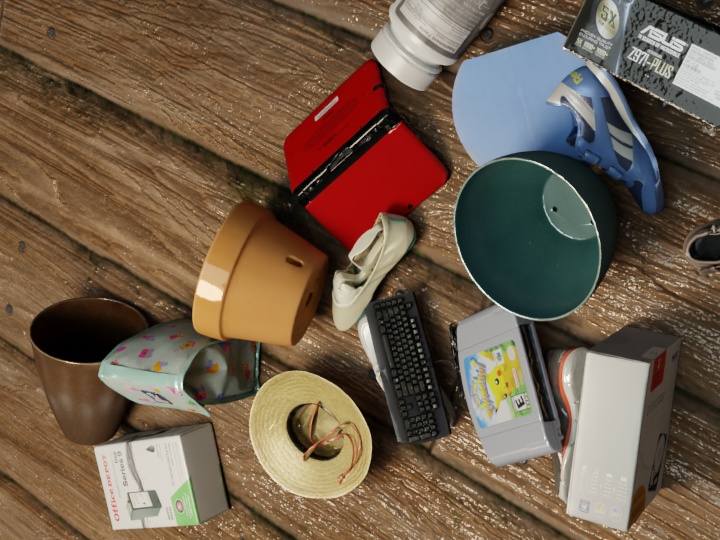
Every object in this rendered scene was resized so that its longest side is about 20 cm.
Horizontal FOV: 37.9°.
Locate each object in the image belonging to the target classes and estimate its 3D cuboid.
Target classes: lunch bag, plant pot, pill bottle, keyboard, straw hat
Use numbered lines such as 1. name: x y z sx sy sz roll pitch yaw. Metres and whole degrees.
1. lunch bag: -0.270 0.146 1.576 0.168 0.199 0.124 6 101 29
2. plant pot: 0.230 -0.059 1.266 0.198 0.134 0.203 20 124 34
3. plant pot: -0.441 0.179 1.715 0.185 0.186 0.202 24 124 26
4. plant pot: -0.133 0.019 1.489 0.138 0.200 0.202 21 109 10
5. pill bottle: 0.107 -0.334 1.321 0.114 0.113 0.200 49 119 15
6. keyboard: 0.087 0.127 1.420 0.125 0.021 0.203 -13 79 -8
7. straw hat: -0.057 0.230 1.528 0.198 0.085 0.204 6 104 25

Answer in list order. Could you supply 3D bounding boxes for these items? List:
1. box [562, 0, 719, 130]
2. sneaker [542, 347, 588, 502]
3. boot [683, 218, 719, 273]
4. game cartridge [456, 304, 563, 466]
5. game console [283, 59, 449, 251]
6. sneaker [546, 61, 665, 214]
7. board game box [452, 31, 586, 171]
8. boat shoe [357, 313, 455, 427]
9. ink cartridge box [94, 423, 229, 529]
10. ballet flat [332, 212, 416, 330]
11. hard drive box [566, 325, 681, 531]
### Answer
1. box: 0.350 -0.239 1.159 0.199 0.163 0.087 34 113 23
2. sneaker: 0.263 0.193 1.348 0.081 0.076 0.203 9 100 53
3. boot: 0.452 -0.042 1.138 0.198 0.146 0.071 -20 86 31
4. game cartridge: 0.187 0.146 1.357 0.133 0.040 0.203 -32 67 55
5. game console: 0.004 -0.158 1.468 0.199 0.118 0.174 -38 47 29
6. sneaker: 0.292 -0.148 1.237 0.082 0.074 0.201 -31 97 6
7. board game box: 0.214 -0.206 1.321 0.198 0.039 0.160 -11 101 32
8. boat shoe: 0.057 0.141 1.454 0.201 0.067 0.074 50 118 15
9. ink cartridge box: -0.325 0.338 1.708 0.198 0.084 0.148 -13 91 33
10. ballet flat: 0.000 0.000 1.463 0.069 0.069 0.201 43 115 18
11. hard drive box: 0.316 0.183 1.252 0.076 0.155 0.203 10 104 29
